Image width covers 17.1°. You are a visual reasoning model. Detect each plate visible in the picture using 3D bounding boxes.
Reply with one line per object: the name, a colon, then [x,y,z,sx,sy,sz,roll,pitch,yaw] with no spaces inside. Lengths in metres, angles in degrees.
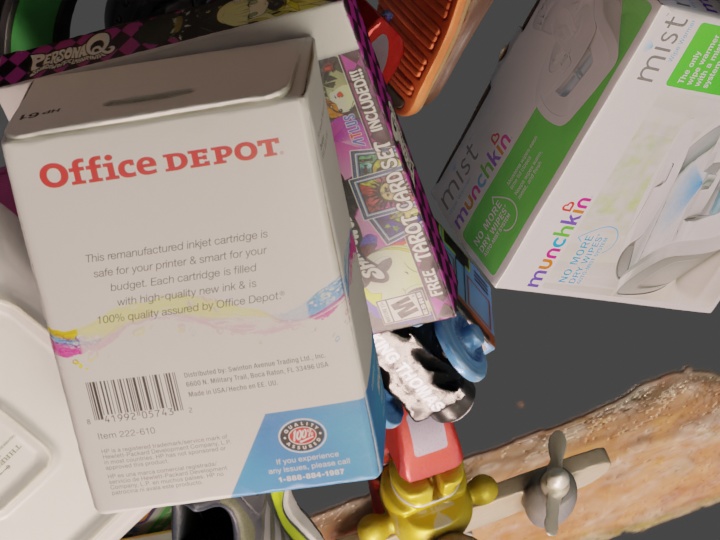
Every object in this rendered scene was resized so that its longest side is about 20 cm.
plate: [-0.191,0.090,1.223,0.199,0.032,0.200,-43,116,9]

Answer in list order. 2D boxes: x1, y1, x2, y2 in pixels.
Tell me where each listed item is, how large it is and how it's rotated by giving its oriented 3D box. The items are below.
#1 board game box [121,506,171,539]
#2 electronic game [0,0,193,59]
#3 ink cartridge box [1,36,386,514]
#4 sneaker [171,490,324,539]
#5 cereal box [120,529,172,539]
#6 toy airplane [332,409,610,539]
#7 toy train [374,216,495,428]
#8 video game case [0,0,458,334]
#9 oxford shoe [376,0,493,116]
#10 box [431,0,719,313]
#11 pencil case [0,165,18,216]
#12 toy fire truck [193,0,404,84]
board game box: [-0.136,0.133,1.409,0.096,0.030,0.200,-48,156,17]
electronic game: [-0.093,-0.132,1.234,0.199,0.042,0.201,-15,134,-16]
ink cartridge box: [-0.074,0.002,1.131,0.143,0.085,0.201,-8,115,7]
sneaker: [-0.073,0.158,1.379,0.081,0.073,0.201,-57,144,-36]
cereal box: [-0.186,0.209,1.405,0.144,0.040,0.200,-40,161,29]
toy airplane: [0.040,0.163,1.504,0.199,0.141,0.200,24,115,-42]
toy train: [0.000,0.000,1.324,0.086,0.115,0.200,-29,124,20]
video game case: [-0.063,-0.041,1.195,0.180,0.036,0.201,-12,126,12]
oxford shoe: [0.067,-0.168,1.272,0.073,0.071,0.201,0,128,-36]
box: [0.167,-0.087,1.383,0.176,0.097,0.201,7,126,-36]
pencil case: [-0.130,0.004,1.307,0.093,0.091,0.199,-18,153,41]
toy fire truck: [-0.027,-0.174,1.181,0.141,0.049,0.200,-45,131,5]
